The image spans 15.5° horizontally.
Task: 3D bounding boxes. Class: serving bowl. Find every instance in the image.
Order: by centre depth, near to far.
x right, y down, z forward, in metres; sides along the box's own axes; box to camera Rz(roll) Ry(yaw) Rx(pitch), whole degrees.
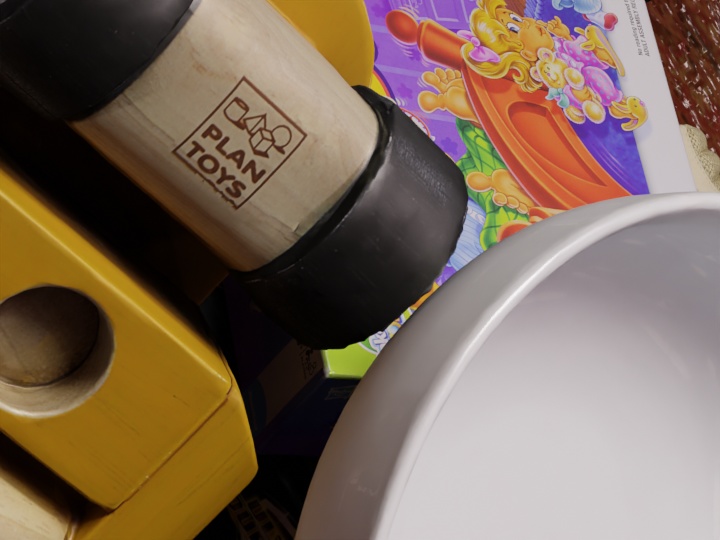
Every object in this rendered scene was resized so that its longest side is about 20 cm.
[{"bbox_3d":[0.053,0.077,0.646,0.199,0.066,0.201,-10,105,-41],"label":"serving bowl"}]

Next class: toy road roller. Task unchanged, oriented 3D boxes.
[{"bbox_3d":[-0.083,-0.013,0.633,0.123,0.200,0.146,41,6,-29],"label":"toy road roller"}]

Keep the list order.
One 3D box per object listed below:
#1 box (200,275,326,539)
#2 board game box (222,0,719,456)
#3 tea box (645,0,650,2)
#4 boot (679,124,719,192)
[{"bbox_3d":[0.000,0.000,0.758,0.158,0.046,0.201,-20,73,-39],"label":"box"},{"bbox_3d":[0.022,-0.045,0.739,0.134,0.045,0.201,5,58,-30],"label":"board game box"},{"bbox_3d":[0.060,-0.192,0.913,0.199,0.196,0.134,17,52,-47],"label":"tea box"},{"bbox_3d":[0.112,0.034,0.923,0.156,0.073,0.200,63,28,-3],"label":"boot"}]
